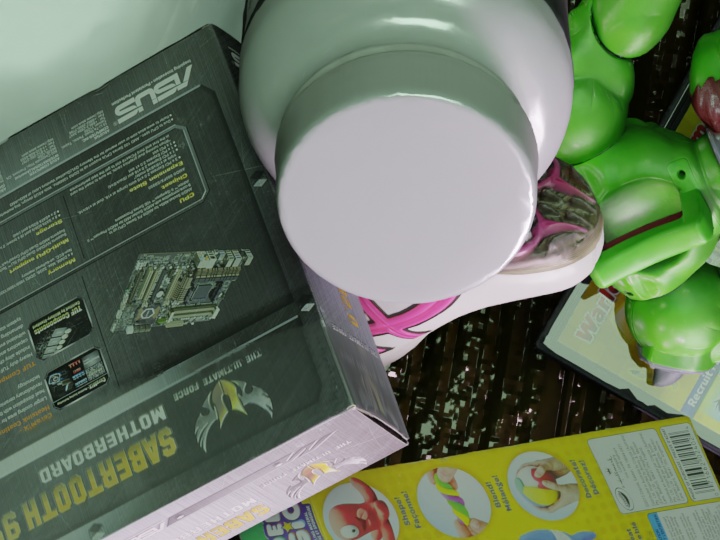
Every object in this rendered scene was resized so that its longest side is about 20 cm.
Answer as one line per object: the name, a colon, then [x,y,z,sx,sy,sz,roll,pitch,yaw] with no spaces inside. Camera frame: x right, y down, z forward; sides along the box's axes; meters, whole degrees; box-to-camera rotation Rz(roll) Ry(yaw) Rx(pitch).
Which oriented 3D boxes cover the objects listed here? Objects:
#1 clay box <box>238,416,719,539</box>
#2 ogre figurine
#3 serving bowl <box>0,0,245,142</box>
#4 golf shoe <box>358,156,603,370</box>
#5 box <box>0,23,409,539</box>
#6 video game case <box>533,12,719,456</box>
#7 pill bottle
clay box: [0.051,0.124,0.985,0.199,0.048,0.115,-7,62,-29]
ogre figurine: [0.128,-0.042,1.003,0.120,0.200,0.098,-29,40,4]
serving bowl: [-0.134,-0.123,1.039,0.199,0.066,0.201,1,80,-7]
golf shoe: [0.000,0.000,0.996,0.199,0.092,0.073,-4,44,26]
box: [-0.100,0.031,0.944,0.200,0.048,0.159,-29,63,13]
video game case: [0.194,-0.012,1.065,0.180,0.026,0.200,30,88,3]
pill bottle: [0.015,-0.082,0.921,0.110,0.111,0.200,10,38,-6]
